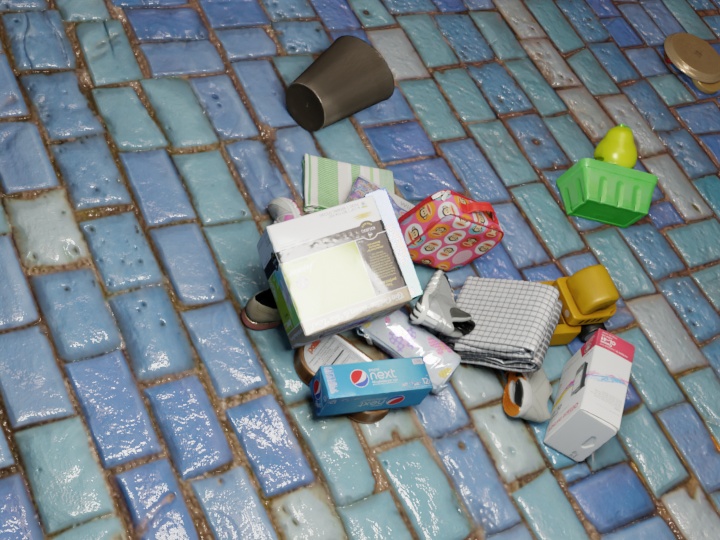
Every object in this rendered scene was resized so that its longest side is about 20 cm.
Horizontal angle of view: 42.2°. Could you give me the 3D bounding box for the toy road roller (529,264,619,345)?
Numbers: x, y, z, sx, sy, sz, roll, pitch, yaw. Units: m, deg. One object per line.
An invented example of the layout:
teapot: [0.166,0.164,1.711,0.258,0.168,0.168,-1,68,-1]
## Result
toy road roller: [0.421,0.061,1.864,0.199,0.146,0.123,-4,57,-26]

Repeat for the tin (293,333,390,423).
tin: [-0.026,0.185,1.654,0.200,0.042,0.112,37,46,5]

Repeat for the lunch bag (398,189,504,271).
lunch bag: [0.181,-0.080,1.816,0.199,0.176,0.082,17,47,-45]

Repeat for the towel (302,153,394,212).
towel: [-0.022,-0.166,1.919,0.199,0.023,0.153,9,53,-17]

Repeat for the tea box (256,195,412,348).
tea box: [-0.048,0.004,1.601,0.199,0.134,0.198,-17,80,-18]

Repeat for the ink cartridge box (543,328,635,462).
ink cartridge box: [0.428,0.232,1.742,0.085,0.148,0.200,29,49,-1]

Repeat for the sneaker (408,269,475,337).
sneaker: [0.163,0.074,1.738,0.115,0.075,0.200,29,26,5]

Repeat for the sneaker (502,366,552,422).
sneaker: [0.323,0.202,1.779,0.092,0.076,0.201,26,52,-21]

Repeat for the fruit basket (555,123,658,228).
fruit basket: [0.565,-0.221,2.124,0.214,0.156,0.217,7,69,-17]

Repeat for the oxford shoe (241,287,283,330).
oxford shoe: [-0.115,0.053,1.684,0.199,0.075,0.071,-18,65,-32]

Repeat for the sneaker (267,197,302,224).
sneaker: [-0.141,-0.059,1.751,0.088,0.082,0.200,-21,51,-11]

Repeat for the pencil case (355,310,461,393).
pencil case: [0.087,0.136,1.705,0.200,0.083,0.091,37,32,4]

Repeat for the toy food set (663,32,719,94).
toy food set: [0.939,-0.594,2.630,0.199,0.049,0.198,28,49,-1]

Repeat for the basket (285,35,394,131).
basket: [-0.054,-0.392,2.004,0.180,0.136,0.200,39,54,12]

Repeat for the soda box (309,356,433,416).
soda box: [0.018,0.197,1.595,0.199,0.068,0.064,-2,56,-25]

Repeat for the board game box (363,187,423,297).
board game box: [0.054,-0.039,1.703,0.045,0.152,0.201,-19,86,-5]

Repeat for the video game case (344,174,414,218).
video game case: [0.030,-0.096,1.851,0.143,0.018,0.201,29,42,-6]

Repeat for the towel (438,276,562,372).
towel: [0.265,0.104,1.758,0.199,0.086,0.166,4,49,32]
